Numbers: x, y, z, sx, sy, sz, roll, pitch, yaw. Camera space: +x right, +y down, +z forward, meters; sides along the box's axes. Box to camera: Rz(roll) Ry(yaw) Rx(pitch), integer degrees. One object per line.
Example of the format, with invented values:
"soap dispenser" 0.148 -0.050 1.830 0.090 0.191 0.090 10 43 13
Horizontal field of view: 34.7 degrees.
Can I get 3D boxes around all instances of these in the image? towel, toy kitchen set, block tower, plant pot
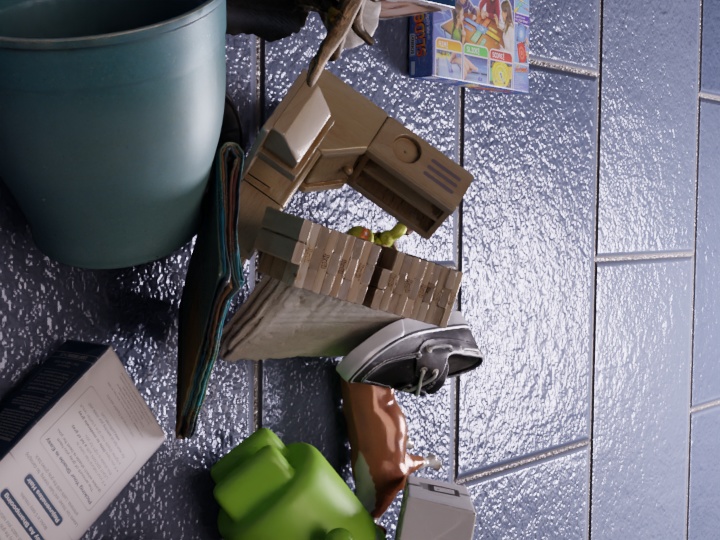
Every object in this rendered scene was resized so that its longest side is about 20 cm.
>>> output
"towel" -0.120 0.019 0.903 0.021 0.201 0.148 7 47 -14
"toy kitchen set" -0.012 -0.066 1.003 0.179 0.163 0.201 34 61 -3
"block tower" 0.000 0.000 0.977 0.198 0.057 0.055 18 92 -43
"plant pot" -0.185 -0.114 0.837 0.200 0.198 0.190 -37 136 -42
"towel" -0.030 0.035 1.071 0.198 0.133 0.035 3 51 -44

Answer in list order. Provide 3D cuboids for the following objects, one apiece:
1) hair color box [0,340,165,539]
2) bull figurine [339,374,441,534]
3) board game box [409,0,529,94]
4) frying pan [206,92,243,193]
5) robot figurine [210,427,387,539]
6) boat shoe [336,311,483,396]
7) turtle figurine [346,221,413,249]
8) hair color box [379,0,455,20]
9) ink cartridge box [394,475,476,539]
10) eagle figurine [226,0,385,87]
"hair color box" -0.245 0.156 0.862 0.200 0.060 0.101 -50 128 -36
"bull figurine" 0.025 0.178 1.199 0.121 0.064 0.203 -19 108 -50
"board game box" 0.128 -0.278 1.313 0.199 0.034 0.138 -1 93 -50
"frying pan" -0.160 -0.137 0.986 0.190 0.031 0.116 48 56 -44
"robot figurine" -0.051 0.241 1.053 0.115 0.175 0.201 -38 107 -2
"boat shoe" 0.056 0.091 1.146 0.199 0.072 0.068 -7 58 -54
"turtle figurine" 0.020 0.007 1.183 0.201 0.064 0.161 -51 131 -9
"hair color box" -0.003 -0.285 1.106 0.199 0.099 0.062 -5 95 -50
"ink cartridge box" 0.065 0.268 1.117 0.200 0.066 0.118 55 45 -86
"eagle figurine" -0.075 -0.260 0.947 0.152 0.198 0.152 -43 151 -42
